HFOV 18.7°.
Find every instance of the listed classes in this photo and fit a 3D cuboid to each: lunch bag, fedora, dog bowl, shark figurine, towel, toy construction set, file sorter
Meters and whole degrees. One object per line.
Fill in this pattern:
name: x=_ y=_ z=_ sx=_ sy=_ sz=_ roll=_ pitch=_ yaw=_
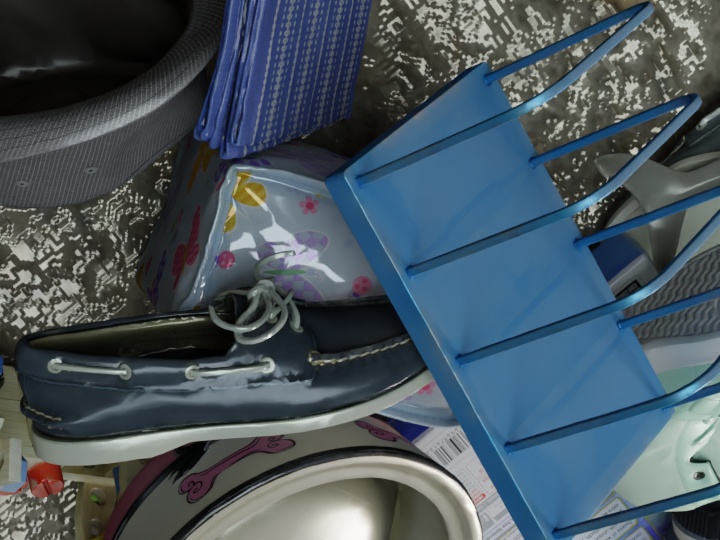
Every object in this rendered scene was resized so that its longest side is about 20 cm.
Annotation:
lunch bag: x=0.000 y=0.000 z=1.116 sx=0.199 sy=0.170 sz=0.128 roll=19 pitch=98 yaw=-14
fedora: x=-0.144 y=-0.096 z=1.077 sx=0.199 sy=0.177 sz=0.090 roll=-19 pitch=137 yaw=-5
dog bowl: x=-0.042 y=0.147 z=1.087 sx=0.199 sy=0.074 sz=0.201 roll=-16 pitch=132 yaw=-19
shark figurine: x=0.241 y=-0.062 z=1.124 sx=0.128 sy=0.214 sz=0.090 roll=-59 pitch=145 yaw=-36
towel: x=-0.029 y=-0.134 z=1.071 sx=0.024 sy=0.200 sz=0.145 roll=14 pitch=102 yaw=13
toy construction set: x=-0.161 y=0.104 z=1.113 sx=0.092 sy=0.131 sz=0.200 roll=-31 pitch=149 yaw=22
file sorter: x=0.108 y=0.001 z=0.985 sx=0.139 sy=0.122 sz=0.200 roll=-40 pitch=105 yaw=-49

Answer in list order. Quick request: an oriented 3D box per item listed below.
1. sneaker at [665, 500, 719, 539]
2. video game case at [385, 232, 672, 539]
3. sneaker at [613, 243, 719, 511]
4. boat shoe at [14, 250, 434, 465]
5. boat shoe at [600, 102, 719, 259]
sneaker: x=0.265 y=0.176 z=1.201 sx=0.199 sy=0.070 sz=0.082 roll=15 pitch=127 yaw=16
video game case: x=0.124 y=0.108 z=1.227 sx=0.200 sy=0.045 sz=0.181 roll=-39 pitch=115 yaw=2
sneaker: x=0.191 y=0.058 z=1.128 sx=0.200 sy=0.074 sz=0.118 roll=-27 pitch=120 yaw=37
boat shoe: x=-0.056 y=0.035 z=0.987 sx=0.199 sy=0.075 sz=0.062 roll=-10 pitch=113 yaw=-3
boat shoe: x=0.218 y=-0.064 z=1.207 sx=0.200 sy=0.062 sz=0.073 roll=-36 pitch=115 yaw=20
